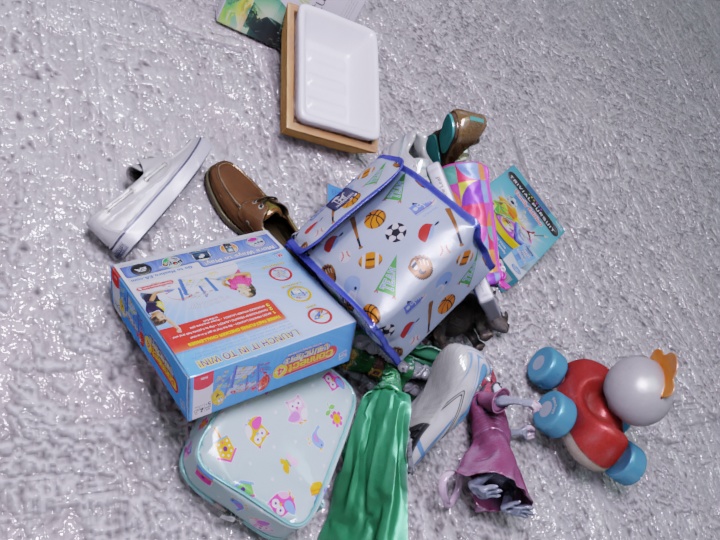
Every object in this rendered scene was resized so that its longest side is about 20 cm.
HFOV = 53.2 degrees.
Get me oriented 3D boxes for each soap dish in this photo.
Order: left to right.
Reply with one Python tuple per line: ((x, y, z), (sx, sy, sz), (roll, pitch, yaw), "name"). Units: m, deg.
((-0.049, -0.281, 1.079), (0.154, 0.081, 0.205), (9, 72, -32), "soap dish")

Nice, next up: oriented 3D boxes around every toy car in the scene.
((0.377, 0.173, 1.039), (0.183, 0.200, 0.179), (34, 33, -17), "toy car")

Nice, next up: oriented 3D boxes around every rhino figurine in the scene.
((0.158, 0.071, 1.053), (0.197, 0.060, 0.088), (-6, 58, -42), "rhino figurine")

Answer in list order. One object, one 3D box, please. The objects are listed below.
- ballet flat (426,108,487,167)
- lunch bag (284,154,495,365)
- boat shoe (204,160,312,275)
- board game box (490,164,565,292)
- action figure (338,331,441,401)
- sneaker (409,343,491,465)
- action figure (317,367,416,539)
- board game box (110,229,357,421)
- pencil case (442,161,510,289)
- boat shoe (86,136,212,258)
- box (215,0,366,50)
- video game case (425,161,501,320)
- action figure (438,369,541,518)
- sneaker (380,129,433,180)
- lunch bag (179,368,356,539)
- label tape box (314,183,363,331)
((0.145, -0.196, 1.113), (0.071, 0.200, 0.070), (-5, 78, -12), "ballet flat")
((0.024, -0.029, 0.825), (0.169, 0.124, 0.200), (-41, 54, -6), "lunch bag")
((-0.122, -0.068, 0.924), (0.201, 0.068, 0.072), (52, 46, 2), "boat shoe")
((0.252, -0.077, 1.223), (0.152, 0.047, 0.199), (52, 46, 2), "board game box")
((0.040, 0.125, 0.903), (0.196, 0.119, 0.055), (20, 37, -12), "action figure")
((0.085, 0.178, 0.852), (0.072, 0.202, 0.072), (26, 15, -31), "sneaker")
((0.021, 0.208, 0.801), (0.055, 0.116, 0.205), (35, 60, -55), "action figure")
((-0.138, 0.046, 0.774), (0.197, 0.057, 0.196), (-15, 42, -34), "board game box")
((0.173, -0.065, 1.099), (0.087, 0.088, 0.205), (-7, 85, -39), "pencil case")
((-0.248, -0.103, 0.855), (0.065, 0.072, 0.202), (40, 55, -14), "boat shoe")
((-0.104, -0.408, 1.096), (0.196, 0.145, 0.037), (17, 39, -26), "box")
((0.140, -0.031, 0.957), (0.200, 0.022, 0.186), (36, 33, -74), "video game case")
((0.172, 0.227, 0.965), (0.145, 0.136, 0.203), (-9, 44, 6), "action figure")
((0.076, -0.127, 1.103), (0.069, 0.080, 0.204), (11, 58, -32), "sneaker")
((-0.094, 0.181, 0.785), (0.159, 0.077, 0.202), (38, 47, -13), "lunch bag")
((0.000, 0.000, 0.976), (0.142, 0.063, 0.204), (17, 53, -28), "label tape box")
